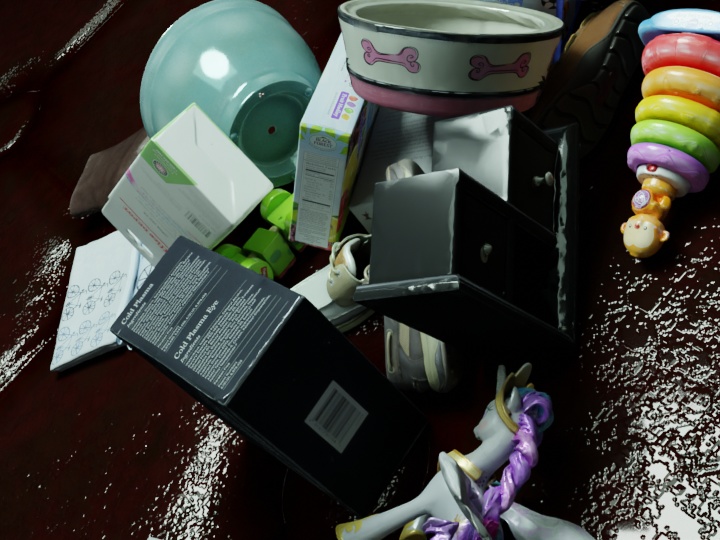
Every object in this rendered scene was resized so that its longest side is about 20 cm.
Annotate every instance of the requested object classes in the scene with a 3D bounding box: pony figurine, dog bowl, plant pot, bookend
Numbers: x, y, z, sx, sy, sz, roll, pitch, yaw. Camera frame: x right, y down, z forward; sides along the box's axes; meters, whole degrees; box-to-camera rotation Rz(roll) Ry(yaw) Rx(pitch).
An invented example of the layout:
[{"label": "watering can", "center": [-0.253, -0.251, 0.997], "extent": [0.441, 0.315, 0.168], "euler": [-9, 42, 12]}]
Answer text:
[{"label": "pony figurine", "center": [0.080, 0.181, 0.845], "extent": [0.200, 0.166, 0.194], "euler": [-49, 30, 16]}, {"label": "dog bowl", "center": [0.076, -0.189, 1.044], "extent": [0.197, 0.075, 0.200], "euler": [3, 20, -1]}, {"label": "plant pot", "center": [-0.114, -0.167, 1.252], "extent": [0.200, 0.200, 0.134], "euler": [-44, 44, -3]}, {"label": "bookend", "center": [0.092, -0.050, 0.939], "extent": [0.091, 0.198, 0.202], "euler": [-8, 69, 34]}]

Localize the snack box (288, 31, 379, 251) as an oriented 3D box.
[{"label": "snack box", "center": [-0.016, -0.139, 1.159], "extent": [0.052, 0.143, 0.201], "euler": [14, 44, 4]}]

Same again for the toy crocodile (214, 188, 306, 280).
[{"label": "toy crocodile", "center": [-0.089, -0.022, 1.215], "extent": [0.200, 0.062, 0.067], "euler": [-49, 40, -15]}]

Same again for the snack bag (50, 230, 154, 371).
[{"label": "snack bag", "center": [-0.257, 0.012, 1.341], "extent": [0.198, 0.021, 0.190], "euler": [-20, 45, 24]}]

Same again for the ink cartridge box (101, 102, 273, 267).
[{"label": "ink cartridge box", "center": [-0.183, -0.073, 1.218], "extent": [0.067, 0.117, 0.200], "euler": [-48, 8, -32]}]

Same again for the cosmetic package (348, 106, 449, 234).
[{"label": "cosmetic package", "center": [0.069, -0.125, 1.161], "extent": [0.101, 0.071, 0.202], "euler": [-7, 51, 33]}]

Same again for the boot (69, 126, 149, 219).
[{"label": "boot", "center": [-0.271, -0.158, 1.460], "extent": [0.165, 0.072, 0.202], "euler": [-7, 55, 32]}]

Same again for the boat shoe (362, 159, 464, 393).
[{"label": "boat shoe", "center": [0.036, 0.006, 1.011], "extent": [0.073, 0.074, 0.203], "euler": [-11, 79, 19]}]

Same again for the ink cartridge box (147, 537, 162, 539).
[{"label": "ink cartridge box", "center": [-0.138, 0.323, 0.954], "extent": [0.175, 0.045, 0.201], "euler": [-1, 55, 37]}]

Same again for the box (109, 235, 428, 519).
[{"label": "box", "center": [-0.075, 0.087, 0.991], "extent": [0.181, 0.200, 0.105], "euler": [23, 72, 46]}]

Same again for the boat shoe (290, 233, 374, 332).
[{"label": "boat shoe", "center": [0.000, 0.000, 1.109], "extent": [0.198, 0.068, 0.075], "euler": [-25, 43, 20]}]

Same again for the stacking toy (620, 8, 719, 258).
[{"label": "stacking toy", "center": [0.261, -0.103, 0.983], "extent": [0.115, 0.110, 0.202], "euler": [16, 77, 42]}]

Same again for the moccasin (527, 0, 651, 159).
[{"label": "moccasin", "center": [0.194, -0.167, 1.100], "extent": [0.077, 0.073, 0.203], "euler": [2, 59, 56]}]

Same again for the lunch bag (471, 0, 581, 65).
[{"label": "lunch bag", "center": [0.130, -0.314, 1.144], "extent": [0.168, 0.201, 0.125], "euler": [10, 60, 16]}]
